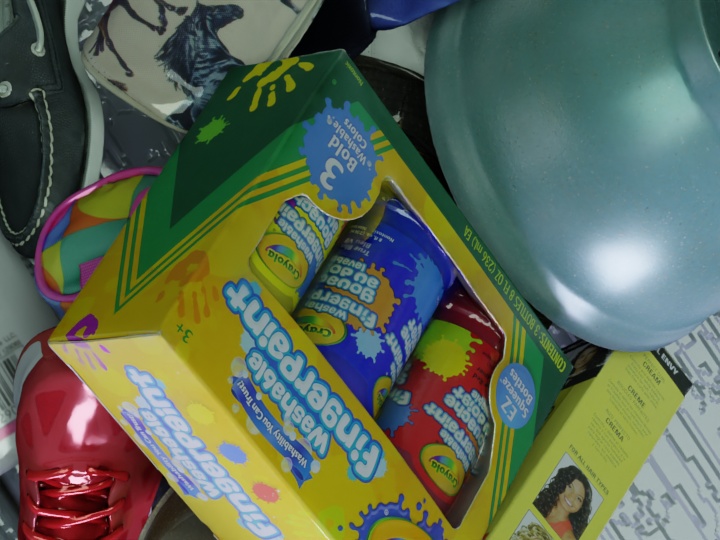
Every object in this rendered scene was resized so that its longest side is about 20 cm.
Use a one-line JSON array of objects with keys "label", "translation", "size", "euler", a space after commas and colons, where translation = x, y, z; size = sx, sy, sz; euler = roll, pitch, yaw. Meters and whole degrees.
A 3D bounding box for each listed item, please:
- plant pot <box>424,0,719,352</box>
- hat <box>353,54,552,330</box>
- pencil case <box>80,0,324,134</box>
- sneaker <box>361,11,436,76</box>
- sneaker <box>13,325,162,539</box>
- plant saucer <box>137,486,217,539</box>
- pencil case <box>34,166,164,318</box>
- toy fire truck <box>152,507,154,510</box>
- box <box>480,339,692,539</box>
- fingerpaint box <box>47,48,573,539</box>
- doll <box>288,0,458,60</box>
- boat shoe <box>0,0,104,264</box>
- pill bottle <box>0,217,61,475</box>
[{"label": "plant pot", "translation": [0.146, -0.078, 1.302], "size": [0.200, 0.134, 0.201], "euler": [23, 54, -36]}, {"label": "hat", "translation": [0.000, 0.000, 1.328], "size": [0.200, 0.081, 0.201], "euler": [1, 114, 3]}, {"label": "pencil case", "translation": [-0.035, -0.148, 1.244], "size": [0.089, 0.078, 0.200], "euler": [38, 105, 5]}, {"label": "sneaker", "translation": [0.015, -0.084, 1.376], "size": [0.116, 0.074, 0.200], "euler": [-40, 92, 3]}, {"label": "sneaker", "translation": [-0.117, 0.120, 1.219], "size": [0.078, 0.200, 0.116], "euler": [2, 51, 0]}, {"label": "plant saucer", "translation": [-0.033, 0.177, 1.236], "size": [0.200, 0.032, 0.201], "euler": [20, 59, -37]}, {"label": "pencil case", "translation": [-0.067, 0.043, 1.277], "size": [0.088, 0.088, 0.200], "euler": [-41, 128, -7]}, {"label": "toy fire truck", "translation": [-0.103, 0.201, 1.332], "size": [0.200, 0.112, 0.168], "euler": [-24, 66, -8]}, {"label": "box", "translation": [0.080, 0.104, 1.309], "size": [0.050, 0.075, 0.200], "euler": [51, 45, -12]}, {"label": "fingerpaint box", "translation": [-0.014, 0.036, 1.202], "size": [0.200, 0.073, 0.167], "euler": [53, 51, -29]}, {"label": "doll", "translation": [-0.014, -0.138, 1.308], "size": [0.200, 0.048, 0.137], "euler": [-25, 60, 18]}, {"label": "boat shoe", "translation": [-0.163, -0.091, 1.314], "size": [0.060, 0.076, 0.200], "euler": [19, 45, -34]}, {"label": "pill bottle", "translation": [-0.210, 0.004, 1.316], "size": [0.113, 0.113, 0.200], "euler": [-31, 91, -7]}]
